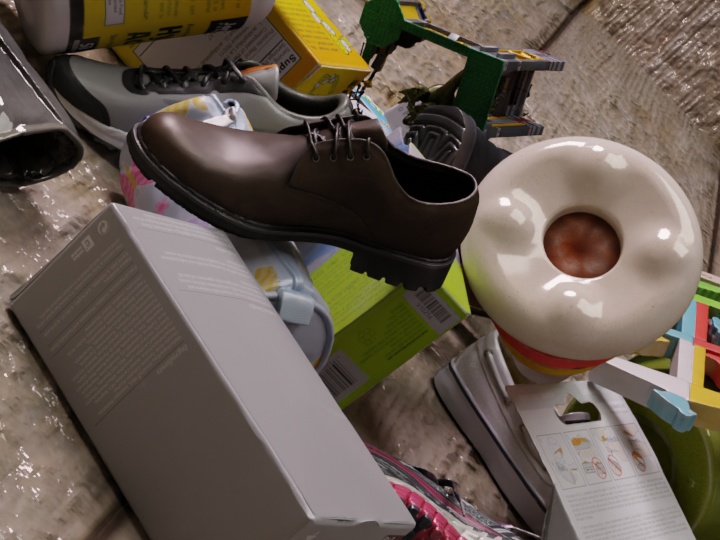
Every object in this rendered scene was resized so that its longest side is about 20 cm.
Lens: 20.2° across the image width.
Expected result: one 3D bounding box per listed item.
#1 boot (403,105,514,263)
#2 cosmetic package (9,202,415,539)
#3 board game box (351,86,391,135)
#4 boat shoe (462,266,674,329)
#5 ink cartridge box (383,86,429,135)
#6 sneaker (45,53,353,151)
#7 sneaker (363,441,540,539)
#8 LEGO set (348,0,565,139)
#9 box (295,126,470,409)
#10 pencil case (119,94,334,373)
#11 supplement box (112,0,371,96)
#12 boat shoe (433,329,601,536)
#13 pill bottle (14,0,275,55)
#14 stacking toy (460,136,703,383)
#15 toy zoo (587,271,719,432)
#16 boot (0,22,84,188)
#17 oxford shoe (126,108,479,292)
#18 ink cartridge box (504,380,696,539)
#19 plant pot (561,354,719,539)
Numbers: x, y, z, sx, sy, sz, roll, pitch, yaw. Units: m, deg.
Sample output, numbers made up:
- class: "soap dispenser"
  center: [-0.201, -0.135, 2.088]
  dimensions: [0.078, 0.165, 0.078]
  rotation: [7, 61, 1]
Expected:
- class: "boot"
  center: [0.081, -0.003, 1.401]
  dimensions: [0.066, 0.165, 0.200]
  rotation: [32, 0, 42]
- class: "cosmetic package"
  center: [-0.073, 0.070, 0.994]
  dimensions: [0.107, 0.090, 0.200]
  rotation: [18, 36, -58]
- class: "board game box"
  center: [-0.030, -0.130, 1.612]
  dimensions: [0.200, 0.035, 0.126]
  rotation: [44, 18, -11]
- class: "boat shoe"
  center: [0.151, 0.010, 1.517]
  dimensions: [0.199, 0.076, 0.074]
  rotation: [6, 9, 1]
- class: "ink cartridge box"
  center: [0.100, -0.058, 1.667]
  dimensions: [0.160, 0.047, 0.200]
  rotation: [65, 17, 13]
- class: "sneaker"
  center: [-0.098, -0.105, 1.265]
  dimensions: [0.199, 0.080, 0.074]
  rotation: [15, 27, -12]
- class: "sneaker"
  center: [0.050, 0.152, 1.108]
  dimensions: [0.200, 0.081, 0.075]
  rotation: [37, 18, -27]
- class: "LEGO set"
  center: [0.062, -0.104, 1.481]
  dimensions: [0.153, 0.201, 0.116]
  rotation: [16, 13, 30]
- class: "box"
  center: [0.000, 0.000, 1.249]
  dimensions: [0.048, 0.122, 0.200]
  rotation: [46, 17, -22]
- class: "pencil case"
  center: [-0.077, -0.015, 1.156]
  dimensions: [0.083, 0.091, 0.200]
  rotation: [32, 24, -38]
- class: "supplement box"
  center: [-0.107, -0.178, 1.414]
  dimensions: [0.200, 0.109, 0.109]
  rotation: [51, 18, 10]
- class: "boat shoe"
  center: [0.139, 0.121, 1.372]
  dimensions: [0.202, 0.086, 0.075]
  rotation: [55, 19, 26]
- class: "pill bottle"
  center: [-0.116, -0.203, 1.280]
  dimensions: [0.199, 0.112, 0.111]
  rotation: [-11, 47, -19]
- class: "stacking toy"
  center: [0.132, 0.019, 1.284]
  dimensions: [0.146, 0.146, 0.200]
  rotation: [53, -15, 20]
- class: "toy zoo"
  center: [0.225, 0.054, 1.389]
  dimensions: [0.131, 0.021, 0.200]
  rotation: [19, 30, 0]
- class: "boot"
  center: [-0.216, -0.138, 1.132]
  dimensions: [0.200, 0.073, 0.182]
  rotation: [45, 30, 15]
- class: "oxford shoe"
  center: [-0.027, -0.058, 1.088]
  dimensions: [0.199, 0.085, 0.073]
  rotation: [14, 35, -24]
- class: "ink cartridge box"
  center: [0.155, 0.169, 1.289]
  dimensions: [0.162, 0.050, 0.200]
  rotation: [2, 57, -58]
- class: "plant pot"
  center: [0.240, 0.132, 1.458]
  dimensions: [0.193, 0.200, 0.201]
  rotation: [-4, 52, -52]
